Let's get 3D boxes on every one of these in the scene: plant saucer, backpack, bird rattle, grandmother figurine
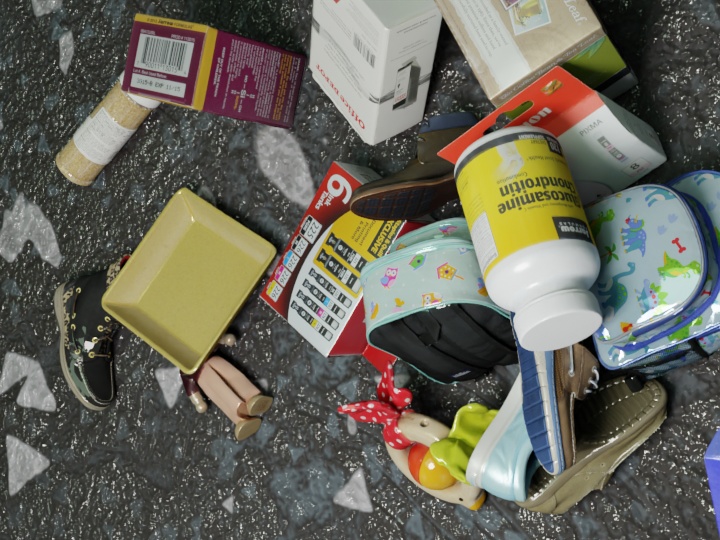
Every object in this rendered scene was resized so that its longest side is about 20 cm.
[{"bbox_3d":[-0.223,0.017,1.571,0.199,0.048,0.201,32,85,32],"label":"plant saucer"},{"bbox_3d":[0.311,-0.002,1.158,0.199,0.147,0.184,-25,64,28],"label":"backpack"},{"bbox_3d":[0.073,0.205,1.331,0.199,0.113,0.164,11,136,27],"label":"bird rattle"},{"bbox_3d":[0.098,0.031,1.281,0.175,0.199,0.155,-19,67,34],"label":"backpack"},{"bbox_3d":[-0.205,0.133,1.577,0.200,0.060,0.122,37,100,28],"label":"grandmother figurine"}]

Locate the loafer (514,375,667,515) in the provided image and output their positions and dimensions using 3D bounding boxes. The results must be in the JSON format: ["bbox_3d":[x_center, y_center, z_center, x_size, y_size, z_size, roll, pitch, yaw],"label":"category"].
[{"bbox_3d":[0.248,0.188,1.252,0.200,0.067,0.076,-38,41,12],"label":"loafer"}]

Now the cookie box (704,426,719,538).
[{"bbox_3d":[0.421,0.234,1.067,0.170,0.075,0.201,2,122,35],"label":"cookie box"}]

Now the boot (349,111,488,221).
[{"bbox_3d":[0.070,-0.120,1.338,0.075,0.199,0.097,108,145,-58],"label":"boot"}]

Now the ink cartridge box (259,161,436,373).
[{"bbox_3d":[0.000,0.000,1.422,0.175,0.084,0.201,39,109,29],"label":"ink cartridge box"}]

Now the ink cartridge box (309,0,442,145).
[{"bbox_3d":[0.014,-0.270,1.362,0.147,0.083,0.200,53,157,24],"label":"ink cartridge box"}]

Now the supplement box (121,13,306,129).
[{"bbox_3d":[-0.184,-0.252,1.490,0.130,0.199,0.104,16,98,34],"label":"supplement box"}]

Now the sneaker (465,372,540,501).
[{"bbox_3d":[0.195,0.157,1.235,0.082,0.074,0.201,26,75,27],"label":"sneaker"}]

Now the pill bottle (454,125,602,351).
[{"bbox_3d":[0.165,-0.030,1.126,0.112,0.112,0.201,-31,58,30],"label":"pill bottle"}]

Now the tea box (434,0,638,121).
[{"bbox_3d":[0.174,-0.267,1.232,0.133,0.197,0.201,-32,70,16],"label":"tea box"}]

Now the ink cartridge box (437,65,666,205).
[{"bbox_3d":[0.202,-0.116,1.215,0.162,0.199,0.057,-35,60,29],"label":"ink cartridge box"}]

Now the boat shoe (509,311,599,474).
[{"bbox_3d":[0.201,0.101,1.172,0.072,0.072,0.202,137,127,-75],"label":"boat shoe"}]

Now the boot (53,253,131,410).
[{"bbox_3d":[-0.362,0.086,1.682,0.150,0.073,0.201,-27,68,31],"label":"boot"}]

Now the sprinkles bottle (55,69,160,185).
[{"bbox_3d":[-0.361,-0.210,1.693,0.200,0.068,0.068,-44,65,25],"label":"sprinkles bottle"}]
